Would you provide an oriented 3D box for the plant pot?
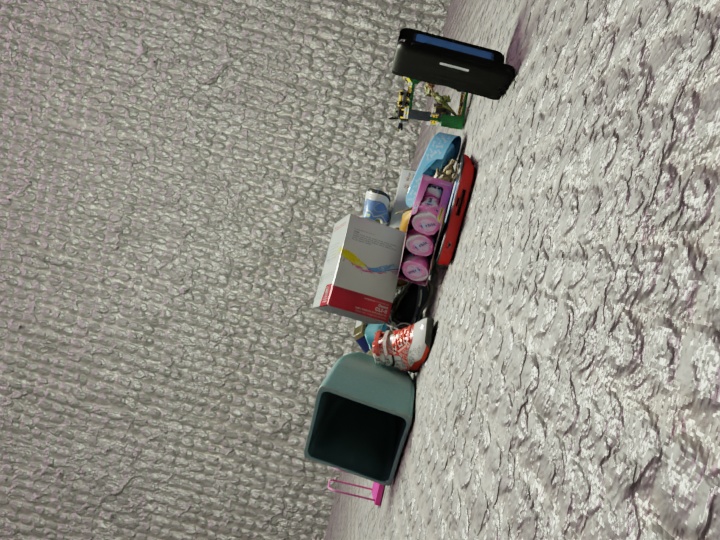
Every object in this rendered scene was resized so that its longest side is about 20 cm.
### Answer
[{"bbox_3d":[0.013,0.286,1.625,0.201,0.193,0.199,-64,-10,-57],"label":"plant pot"}]

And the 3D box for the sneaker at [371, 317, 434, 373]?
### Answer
[{"bbox_3d":[0.081,0.146,1.558,0.202,0.106,0.068,105,178,-61],"label":"sneaker"}]

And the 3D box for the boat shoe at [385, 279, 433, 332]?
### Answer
[{"bbox_3d":[0.092,0.106,1.663,0.061,0.075,0.202,7,-64,-55],"label":"boat shoe"}]

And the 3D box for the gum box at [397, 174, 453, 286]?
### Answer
[{"bbox_3d":[0.128,-0.081,1.539,0.202,0.065,0.115,99,-171,-50],"label":"gum box"}]

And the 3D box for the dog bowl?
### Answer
[{"bbox_3d":[0.164,-0.221,1.761,0.203,0.049,0.111,-65,-18,9],"label":"dog bowl"}]

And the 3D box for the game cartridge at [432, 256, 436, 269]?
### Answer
[{"bbox_3d":[0.170,-0.088,1.749,0.201,0.041,0.135,105,174,-59],"label":"game cartridge"}]

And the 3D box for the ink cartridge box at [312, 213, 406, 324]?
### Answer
[{"bbox_3d":[0.000,0.000,1.680,0.145,0.142,0.203,163,122,-74],"label":"ink cartridge box"}]

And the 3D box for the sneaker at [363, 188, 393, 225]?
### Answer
[{"bbox_3d":[0.043,-0.126,1.888,0.078,0.075,0.200,-69,-23,-14],"label":"sneaker"}]

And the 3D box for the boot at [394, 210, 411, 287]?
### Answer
[{"bbox_3d":[0.118,-0.046,1.725,0.201,0.070,0.147,137,133,-64],"label":"boot"}]

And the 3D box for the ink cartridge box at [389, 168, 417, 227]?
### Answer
[{"bbox_3d":[0.139,-0.124,1.919,0.175,0.082,0.203,39,-117,-68],"label":"ink cartridge box"}]

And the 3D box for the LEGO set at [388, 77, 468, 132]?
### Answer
[{"bbox_3d":[0.166,-0.407,1.843,0.116,0.196,0.157,-143,52,-70],"label":"LEGO set"}]

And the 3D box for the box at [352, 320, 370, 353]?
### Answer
[{"bbox_3d":[0.049,0.210,1.915,0.202,0.032,0.121,58,-166,-16],"label":"box"}]

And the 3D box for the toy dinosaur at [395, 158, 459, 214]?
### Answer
[{"bbox_3d":[0.165,-0.176,1.648,0.200,0.058,0.101,-45,-2,-32],"label":"toy dinosaur"}]

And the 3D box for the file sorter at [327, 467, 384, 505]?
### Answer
[{"bbox_3d":[0.005,0.415,1.792,0.139,0.123,0.204,111,172,-85],"label":"file sorter"}]

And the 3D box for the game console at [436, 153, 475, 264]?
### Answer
[{"bbox_3d":[0.183,-0.122,1.527,0.177,0.031,0.203,-81,5,-74],"label":"game console"}]

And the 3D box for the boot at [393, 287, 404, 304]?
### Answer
[{"bbox_3d":[0.114,0.019,2.024,0.158,0.078,0.215,-60,-26,-69],"label":"boot"}]

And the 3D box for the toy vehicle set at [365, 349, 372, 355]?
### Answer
[{"bbox_3d":[0.045,0.261,1.828,0.026,0.125,0.200,-37,-10,-15],"label":"toy vehicle set"}]

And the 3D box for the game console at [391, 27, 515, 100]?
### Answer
[{"bbox_3d":[0.160,-0.376,1.318,0.176,0.196,0.118,110,173,-82],"label":"game console"}]

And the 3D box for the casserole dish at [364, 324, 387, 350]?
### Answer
[{"bbox_3d":[0.068,0.171,1.899,0.038,0.122,0.200,-29,4,19],"label":"casserole dish"}]
